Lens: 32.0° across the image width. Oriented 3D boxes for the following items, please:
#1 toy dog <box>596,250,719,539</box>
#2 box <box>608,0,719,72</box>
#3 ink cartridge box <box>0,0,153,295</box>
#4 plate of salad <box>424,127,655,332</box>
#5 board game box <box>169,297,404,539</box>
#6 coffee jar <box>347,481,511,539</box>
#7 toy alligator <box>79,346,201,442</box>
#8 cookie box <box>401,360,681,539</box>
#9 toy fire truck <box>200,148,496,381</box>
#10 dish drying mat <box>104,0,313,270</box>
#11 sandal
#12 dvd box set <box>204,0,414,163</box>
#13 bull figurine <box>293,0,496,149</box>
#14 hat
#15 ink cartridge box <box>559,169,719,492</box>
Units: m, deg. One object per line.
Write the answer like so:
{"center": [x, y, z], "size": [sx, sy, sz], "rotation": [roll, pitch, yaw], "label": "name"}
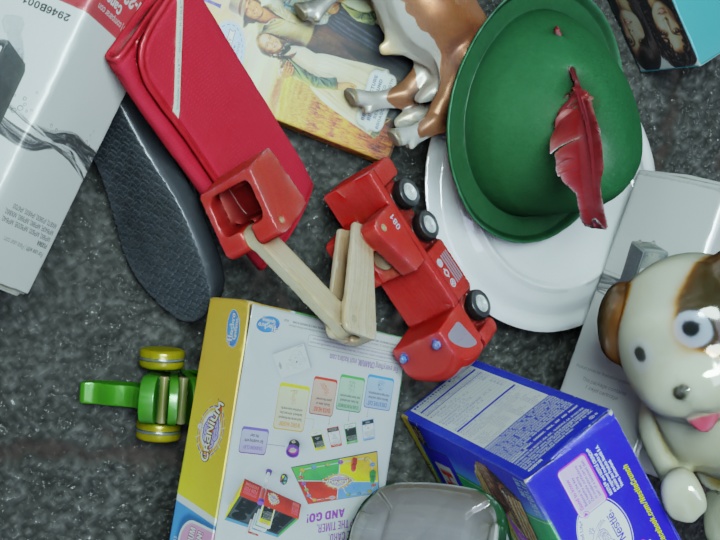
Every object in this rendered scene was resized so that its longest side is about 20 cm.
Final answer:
{"center": [0.236, 0.065, 0.769], "size": [0.199, 0.138, 0.196], "rotation": [35, 59, -39], "label": "toy dog"}
{"center": [0.197, -0.243, 0.894], "size": [0.049, 0.082, 0.202], "rotation": [-32, 104, -14], "label": "box"}
{"center": [-0.221, -0.108, 0.715], "size": [0.143, 0.084, 0.202], "rotation": [23, 86, 15], "label": "ink cartridge box"}
{"center": [0.128, -0.057, 0.902], "size": [0.198, 0.048, 0.203], "rotation": [1, 88, -27], "label": "plate of salad"}
{"center": [-0.045, 0.130, 0.804], "size": [0.152, 0.040, 0.203], "rotation": [16, 80, -46], "label": "board game box"}
{"center": [0.062, 0.231, 0.835], "size": [0.201, 0.103, 0.086], "rotation": [72, 29, -41], "label": "coffee jar"}
{"center": [-0.083, 0.085, 0.830], "size": [0.197, 0.054, 0.060], "rotation": [4, 94, -21], "label": "toy alligator"}
{"center": [0.127, 0.162, 0.838], "size": [0.075, 0.200, 0.172], "rotation": [-33, 104, -14], "label": "cookie box"}
{"center": [0.000, 0.000, 0.798], "size": [0.201, 0.048, 0.141], "rotation": [57, 39, -11], "label": "toy fire truck"}
{"center": [-0.084, -0.087, 0.773], "size": [0.077, 0.018, 0.201], "rotation": [-61, 143, -24], "label": "dish drying mat"}
{"center": [-0.131, -0.064, 0.794], "size": [0.043, 0.076, 0.202], "rotation": [-33, 107, -43], "label": "sandal"}
{"center": [-0.049, -0.173, 0.834], "size": [0.198, 0.029, 0.148], "rotation": [20, 87, -21], "label": "dvd box set"}
{"center": [0.024, -0.180, 0.811], "size": [0.121, 0.065, 0.201], "rotation": [-37, 105, -13], "label": "bull figurine"}
{"center": [0.164, -0.081, 0.775], "size": [0.165, 0.175, 0.201], "rotation": [40, 74, -37], "label": "hat"}
{"center": [0.234, 0.047, 0.908], "size": [0.145, 0.084, 0.202], "rotation": [24, 87, -44], "label": "ink cartridge box"}
